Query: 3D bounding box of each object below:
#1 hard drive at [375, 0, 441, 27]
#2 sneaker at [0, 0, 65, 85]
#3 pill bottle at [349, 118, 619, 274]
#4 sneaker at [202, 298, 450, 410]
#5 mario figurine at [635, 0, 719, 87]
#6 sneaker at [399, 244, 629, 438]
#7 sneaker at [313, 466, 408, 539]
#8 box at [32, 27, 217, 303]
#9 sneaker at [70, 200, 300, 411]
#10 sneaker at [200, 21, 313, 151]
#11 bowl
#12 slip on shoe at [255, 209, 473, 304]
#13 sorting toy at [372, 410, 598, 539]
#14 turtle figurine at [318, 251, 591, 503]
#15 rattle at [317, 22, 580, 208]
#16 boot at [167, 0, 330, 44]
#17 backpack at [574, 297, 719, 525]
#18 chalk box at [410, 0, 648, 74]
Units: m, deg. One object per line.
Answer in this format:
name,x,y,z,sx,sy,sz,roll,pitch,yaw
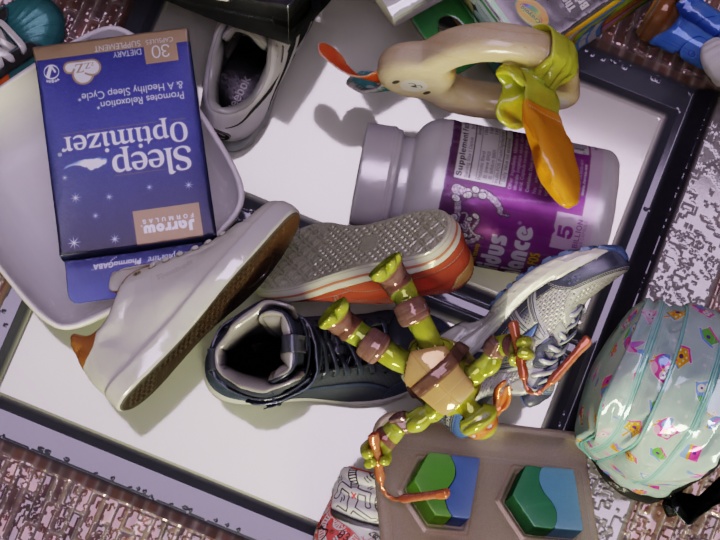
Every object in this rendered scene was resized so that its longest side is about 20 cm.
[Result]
hard drive,0.078,-0.289,1.521,0.200,0.026,0.132,-30,73,-5
sneaker,-0.316,-0.150,1.573,0.200,0.080,0.071,-43,84,-9
pill bottle,0.096,-0.058,1.559,0.200,0.112,0.112,10,80,0
sneaker,-0.021,0.062,1.519,0.202,0.146,0.077,-8,79,-5
mario figurine,0.331,-0.178,1.594,0.200,0.106,0.123,34,79,5
sneaker,0.130,0.056,1.496,0.200,0.077,0.085,-38,74,21
sneaker,0.066,0.214,1.534,0.201,0.067,0.108,15,82,3
box,-0.178,-0.081,1.520,0.121,0.032,0.200,-8,82,-5
sneaker,-0.136,0.006,1.477,0.200,0.073,0.085,-44,74,-5
sneaker,-0.079,-0.199,1.590,0.074,0.089,0.200,14,79,2
bowl,-0.210,-0.068,1.568,0.200,0.075,0.200,-35,83,-7
slip on shoe,0.000,0.000,1.528,0.200,0.061,0.074,-9,45,35
sorting toy,0.103,0.207,1.499,0.185,0.036,0.200,8,61,-21
turtle figurine,0.058,0.064,1.452,0.200,0.064,0.161,-40,95,22
rattle,0.065,-0.110,1.497,0.200,0.130,0.143,-2,86,8
boot,-0.103,-0.267,1.564,0.200,0.066,0.165,15,63,25
backpack,0.234,0.097,1.494,0.127,0.200,0.167,15,81,0
chalk box,0.135,-0.230,1.586,0.200,0.124,0.125,-34,84,-6
